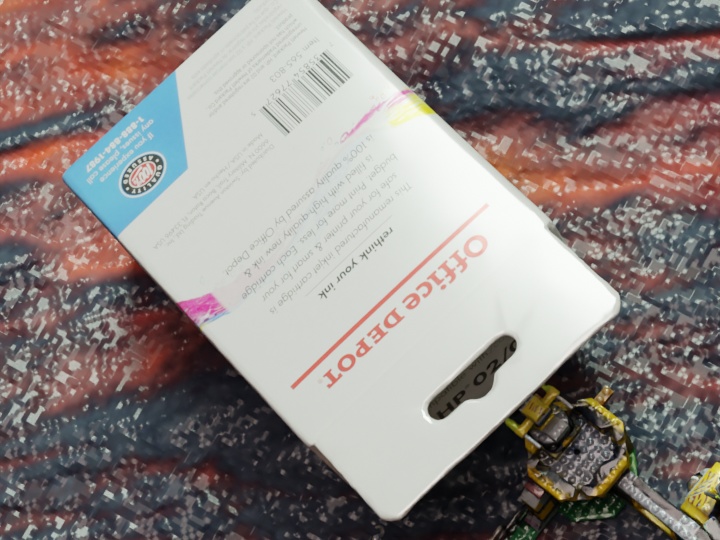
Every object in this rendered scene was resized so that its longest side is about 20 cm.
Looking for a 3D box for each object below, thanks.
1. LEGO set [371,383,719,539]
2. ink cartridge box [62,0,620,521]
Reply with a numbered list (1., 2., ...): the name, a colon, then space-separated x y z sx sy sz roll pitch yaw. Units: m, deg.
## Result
1. LEGO set: 0.062 0.130 0.916 0.200 0.116 0.154 -42 69 -3
2. ink cartridge box: 0.000 0.000 0.982 0.115 0.068 0.200 -43 58 -2
